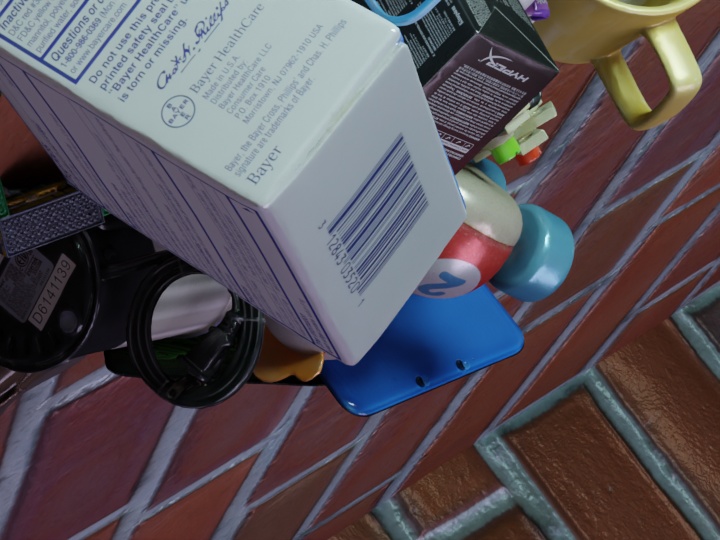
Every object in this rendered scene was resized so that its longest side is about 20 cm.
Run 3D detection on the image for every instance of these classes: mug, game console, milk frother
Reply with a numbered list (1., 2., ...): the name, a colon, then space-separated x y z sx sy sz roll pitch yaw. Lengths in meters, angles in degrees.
1. mug: 0.164 -0.204 1.567 0.149 0.188 0.153 13 159 -14
2. game console: -0.011 0.035 1.611 0.170 0.119 0.199 -11 -175 44
3. milk frother: -0.128 0.013 1.447 0.180 0.200 0.188 -42 166 25

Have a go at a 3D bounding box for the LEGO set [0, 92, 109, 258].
1. LEGO set: -0.161 -0.090 1.196 0.199 0.154 0.116 -29 -155 -23

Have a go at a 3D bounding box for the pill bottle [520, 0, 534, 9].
1. pill bottle: 0.139 -0.261 1.359 0.200 0.111 0.111 -47 166 2

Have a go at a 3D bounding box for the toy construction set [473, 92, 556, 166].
1. toy construction set: 0.050 -0.133 1.390 0.092 0.200 0.131 -53 -161 -21

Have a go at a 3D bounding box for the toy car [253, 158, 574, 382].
1. toy car: 0.000 0.000 1.447 0.184 0.177 0.201 25 102 -38

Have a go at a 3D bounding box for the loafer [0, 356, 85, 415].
1. loafer: -0.265 0.061 1.559 0.200 0.073 0.071 -40 166 -36

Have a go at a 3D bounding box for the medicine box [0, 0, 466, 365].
1. medicine box: -0.069 -0.074 1.028 0.103 0.200 0.182 -52 156 -12

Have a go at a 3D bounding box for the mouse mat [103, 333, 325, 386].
1. mouse mat: -0.090 0.042 1.598 0.199 0.161 0.008 2 116 -12

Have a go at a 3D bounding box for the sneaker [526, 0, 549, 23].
1. sneaker: 0.111 -0.228 1.452 0.200 0.114 0.073 -43 164 17

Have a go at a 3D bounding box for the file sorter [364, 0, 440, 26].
1. file sorter: -0.017 -0.219 1.018 0.139 0.123 0.200 -44 147 17

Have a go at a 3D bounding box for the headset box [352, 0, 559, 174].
1. headset box: -0.006 -0.104 1.226 0.075 0.149 0.200 19 125 -44
